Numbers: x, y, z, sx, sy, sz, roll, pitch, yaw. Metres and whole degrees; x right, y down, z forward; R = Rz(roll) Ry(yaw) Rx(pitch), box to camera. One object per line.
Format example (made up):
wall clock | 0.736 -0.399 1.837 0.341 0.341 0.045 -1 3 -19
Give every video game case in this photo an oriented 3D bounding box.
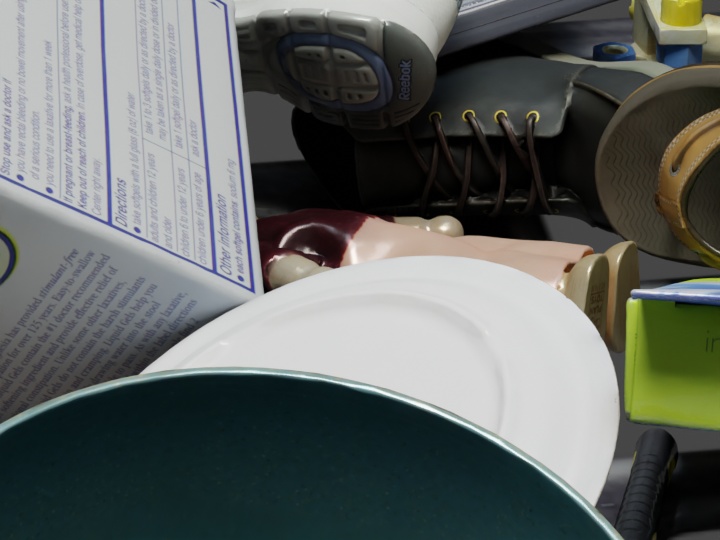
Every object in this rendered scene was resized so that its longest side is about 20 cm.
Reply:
video game case | 0.040 -0.123 1.253 0.142 0.019 0.200 -18 13 -3

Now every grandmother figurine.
grandmother figurine | 0.000 0.000 1.088 0.199 0.061 0.121 9 3 23

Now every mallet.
mallet | 0.084 0.091 0.908 0.041 0.066 0.200 3 29 11

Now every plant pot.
plant pot | -0.028 0.141 0.717 0.199 0.135 0.201 6 38 -5

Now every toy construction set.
toy construction set | 0.172 -0.132 1.291 0.130 0.092 0.200 3 40 7

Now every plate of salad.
plate of salad | -0.011 0.072 0.877 0.199 0.048 0.200 -18 38 15

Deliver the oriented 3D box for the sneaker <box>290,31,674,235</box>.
sneaker | 0.063 -0.041 1.149 0.106 0.075 0.200 -23 26 -28

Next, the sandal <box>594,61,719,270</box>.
sandal | 0.145 -0.024 1.008 0.054 0.082 0.200 -24 24 -30

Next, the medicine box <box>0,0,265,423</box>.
medicine box | -0.145 -0.050 1.008 0.199 0.103 0.183 24 34 -25

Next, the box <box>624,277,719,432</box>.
box | 0.158 0.029 0.950 0.121 0.048 0.200 4 2 13

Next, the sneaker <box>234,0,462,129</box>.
sneaker | -0.042 -0.111 1.149 0.199 0.075 0.087 13 51 29
